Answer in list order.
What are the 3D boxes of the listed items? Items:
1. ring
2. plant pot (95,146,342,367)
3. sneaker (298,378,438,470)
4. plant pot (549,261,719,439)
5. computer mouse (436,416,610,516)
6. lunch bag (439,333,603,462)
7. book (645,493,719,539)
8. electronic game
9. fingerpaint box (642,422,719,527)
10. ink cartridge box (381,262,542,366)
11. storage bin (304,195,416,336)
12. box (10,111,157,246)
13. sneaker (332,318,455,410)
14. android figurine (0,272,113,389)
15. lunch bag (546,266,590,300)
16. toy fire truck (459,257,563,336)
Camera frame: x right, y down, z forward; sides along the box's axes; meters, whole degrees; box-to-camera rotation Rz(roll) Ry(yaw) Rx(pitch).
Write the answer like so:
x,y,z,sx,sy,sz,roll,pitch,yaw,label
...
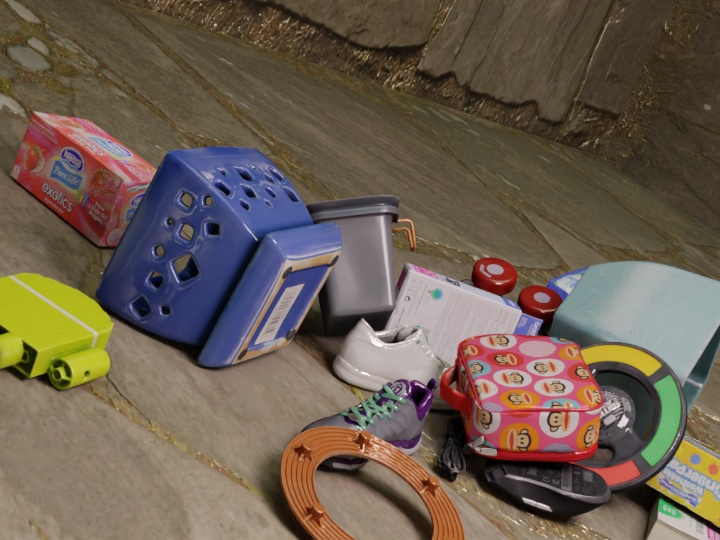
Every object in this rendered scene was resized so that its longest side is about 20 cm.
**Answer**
x,y,z,sx,sy,sz,roll,pitch,yaw,label
0.016,0.217,1.254,0.198,0.019,0.201,23,29,-13,ring
-0.147,-0.009,1.496,0.179,0.201,0.199,37,19,16,plant pot
0.009,0.151,1.394,0.074,0.088,0.199,33,18,28,sneaker
0.357,0.103,1.753,0.198,0.198,0.196,27,49,21,plant pot
0.180,0.226,1.497,0.197,0.047,0.141,12,21,0,computer mouse
0.178,0.141,1.518,0.173,0.083,0.201,1,23,-3,lunch bag
0.427,0.333,1.524,0.198,0.049,0.133,27,11,11,book
0.292,0.174,1.583,0.199,0.200,0.042,37,-13,38,electronic game
0.444,0.268,1.605,0.199,0.074,0.166,29,4,30,fingerpaint box
0.127,0.079,1.732,0.197,0.121,0.042,20,15,-14,ink cartridge box
0.000,0.000,1.635,0.143,0.137,0.200,-6,-11,-5,storage bin
-0.345,-0.117,1.705,0.199,0.096,0.102,35,18,31,box
0.068,0.110,1.609,0.198,0.089,0.075,15,17,-30,sneaker
-0.326,0.053,1.302,0.181,0.042,0.200,30,18,17,android figurine
0.397,0.078,2.114,0.169,0.129,0.199,34,9,29,lunch bag
0.186,0.084,1.865,0.199,0.113,0.167,32,42,27,toy fire truck
